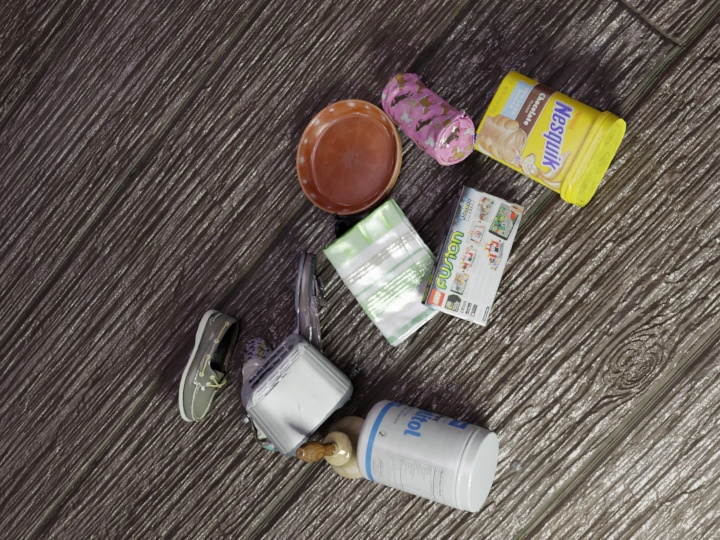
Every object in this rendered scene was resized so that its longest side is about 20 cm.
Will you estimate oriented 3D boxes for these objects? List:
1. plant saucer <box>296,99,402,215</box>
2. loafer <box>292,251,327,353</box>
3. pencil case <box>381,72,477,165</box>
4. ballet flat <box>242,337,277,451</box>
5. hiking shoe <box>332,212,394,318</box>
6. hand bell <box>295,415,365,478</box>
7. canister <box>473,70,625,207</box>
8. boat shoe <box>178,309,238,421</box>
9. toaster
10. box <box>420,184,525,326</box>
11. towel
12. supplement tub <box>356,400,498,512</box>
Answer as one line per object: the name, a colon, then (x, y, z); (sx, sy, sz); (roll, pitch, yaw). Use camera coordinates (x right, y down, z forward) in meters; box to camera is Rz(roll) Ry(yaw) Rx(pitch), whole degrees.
plant saucer: (-0.019, -0.195, 1.878); (0.198, 0.032, 0.203); (-3, 82, 24)
loafer: (-0.081, 0.070, 1.865); (0.062, 0.072, 0.203); (5, 92, 5)
pencil case: (0.109, -0.251, 1.764); (0.086, 0.083, 0.200); (-32, 43, -10)
ballet flat: (-0.171, 0.213, 1.880); (0.071, 0.072, 0.203); (-18, 76, 22)
hiking shoe: (0.000, 0.000, 1.807); (0.075, 0.100, 0.202); (-31, 71, 20)
hand bell: (-0.054, 0.289, 1.744); (0.103, 0.199, 0.106); (-3, 83, 25)
canister: (0.294, -0.211, 1.705); (0.199, 0.086, 0.150); (31, 98, 26)
boat shoe: (-0.269, 0.174, 1.928); (0.060, 0.072, 0.205); (12, 85, 30)
toaster: (-0.105, 0.197, 1.793); (0.200, 0.114, 0.129); (-45, 106, -2)
box: (0.180, -0.024, 1.734); (0.109, 0.035, 0.203); (19, 92, -8)
towel: (0.052, 0.004, 1.756); (0.149, 0.031, 0.201); (-37, 100, 1)
supplement tub: (0.105, 0.291, 1.708); (0.198, 0.132, 0.134); (12, 89, 25)
